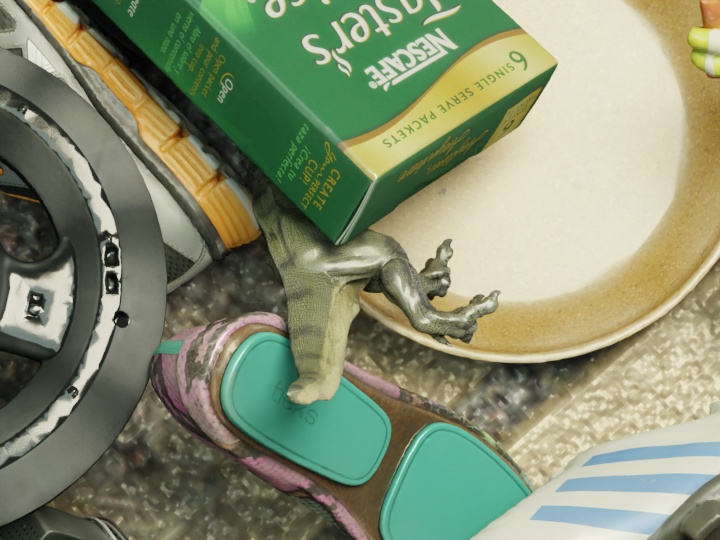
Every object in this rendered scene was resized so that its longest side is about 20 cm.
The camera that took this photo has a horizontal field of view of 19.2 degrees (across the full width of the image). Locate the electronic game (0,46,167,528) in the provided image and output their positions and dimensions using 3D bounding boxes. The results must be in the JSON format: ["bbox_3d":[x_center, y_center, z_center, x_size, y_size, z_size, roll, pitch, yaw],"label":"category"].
[{"bbox_3d":[-0.173,0.005,0.804,0.200,0.042,0.200,2,78,-10],"label":"electronic game"}]

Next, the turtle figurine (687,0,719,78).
[{"bbox_3d":[0.192,-0.075,0.838,0.064,0.200,0.162,12,109,34],"label":"turtle figurine"}]

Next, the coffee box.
[{"bbox_3d":[-0.032,-0.112,0.820,0.200,0.044,0.123,46,47,13],"label":"coffee box"}]

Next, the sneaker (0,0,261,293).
[{"bbox_3d":[-0.130,-0.069,0.872,0.077,0.078,0.200,-43,83,4],"label":"sneaker"}]

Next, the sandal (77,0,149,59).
[{"bbox_3d":[-0.104,-0.162,0.882,0.075,0.045,0.200,-29,78,-42],"label":"sandal"}]

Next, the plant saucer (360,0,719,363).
[{"bbox_3d":[0.063,-0.060,0.883,0.200,0.035,0.201,0,82,2],"label":"plant saucer"}]

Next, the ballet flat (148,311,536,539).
[{"bbox_3d":[-0.002,0.074,0.839,0.200,0.071,0.069,35,77,-32],"label":"ballet flat"}]

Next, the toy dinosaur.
[{"bbox_3d":[0.000,0.000,0.805,0.088,0.200,0.048,15,122,-19],"label":"toy dinosaur"}]

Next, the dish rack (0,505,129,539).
[{"bbox_3d":[-0.148,0.197,0.815,0.200,0.055,0.153,-49,44,3],"label":"dish rack"}]

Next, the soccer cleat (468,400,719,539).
[{"bbox_3d":[0.080,0.114,0.821,0.200,0.086,0.070,-24,116,-5],"label":"soccer cleat"}]
